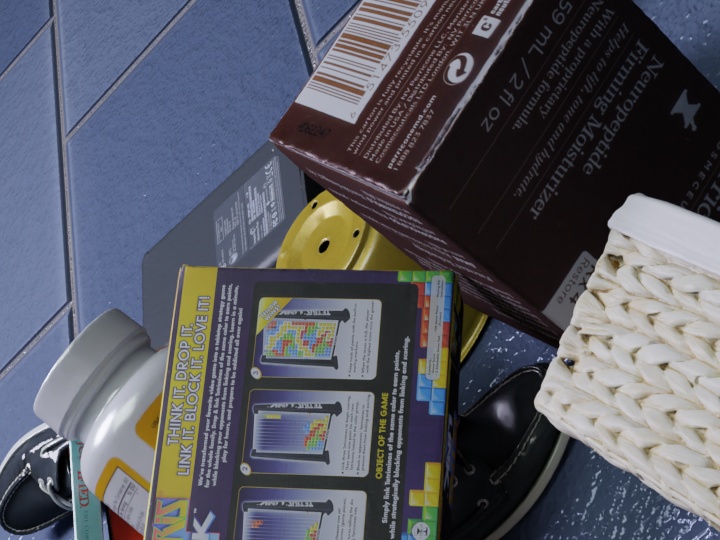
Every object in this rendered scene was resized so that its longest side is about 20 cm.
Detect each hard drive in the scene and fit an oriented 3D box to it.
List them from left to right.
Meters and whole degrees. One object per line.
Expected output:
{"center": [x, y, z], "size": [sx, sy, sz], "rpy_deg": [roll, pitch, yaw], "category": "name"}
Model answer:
{"center": [-0.102, -0.016, 1.319], "size": [0.200, 0.033, 0.141], "rpy_deg": [-40, 37, 26], "category": "hard drive"}

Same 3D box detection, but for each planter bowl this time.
{"center": [0.000, 0.000, 1.126], "size": [0.200, 0.083, 0.202], "rpy_deg": [-34, 40, 34], "category": "planter bowl"}

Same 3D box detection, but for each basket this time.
{"center": [0.195, 0.063, 0.776], "size": [0.124, 0.135, 0.200], "rpy_deg": [-61, 33, 2], "category": "basket"}

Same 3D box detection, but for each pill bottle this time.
{"center": [-0.101, 0.117, 1.020], "size": [0.113, 0.199, 0.113], "rpy_deg": [-51, -8, -10], "category": "pill bottle"}

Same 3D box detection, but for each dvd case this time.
{"center": [-0.183, 0.202, 1.125], "size": [0.201, 0.022, 0.148], "rpy_deg": [106, 158, -60], "category": "dvd case"}

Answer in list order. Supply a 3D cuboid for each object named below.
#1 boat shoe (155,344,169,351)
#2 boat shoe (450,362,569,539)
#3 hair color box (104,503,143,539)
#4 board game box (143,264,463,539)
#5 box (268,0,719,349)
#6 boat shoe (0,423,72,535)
{"center": [-0.087, 0.050, 1.096], "size": [0.199, 0.072, 0.076], "rpy_deg": [-12, 29, 46], "category": "boat shoe"}
{"center": [0.047, 0.127, 0.976], "size": [0.200, 0.066, 0.075], "rpy_deg": [-49, 34, 14], "category": "boat shoe"}
{"center": [-0.138, 0.194, 1.119], "size": [0.201, 0.063, 0.112], "rpy_deg": [-112, 18, -51], "category": "hair color box"}
{"center": [-0.030, 0.101, 0.925], "size": [0.163, 0.057, 0.203], "rpy_deg": [1, 67, 11], "category": "board game box"}
{"center": [0.090, -0.073, 0.951], "size": [0.167, 0.199, 0.164], "rpy_deg": [-57, 33, -5], "category": "box"}
{"center": [-0.222, 0.151, 1.304], "size": [0.200, 0.075, 0.061], "rpy_deg": [-45, 29, 20], "category": "boat shoe"}
